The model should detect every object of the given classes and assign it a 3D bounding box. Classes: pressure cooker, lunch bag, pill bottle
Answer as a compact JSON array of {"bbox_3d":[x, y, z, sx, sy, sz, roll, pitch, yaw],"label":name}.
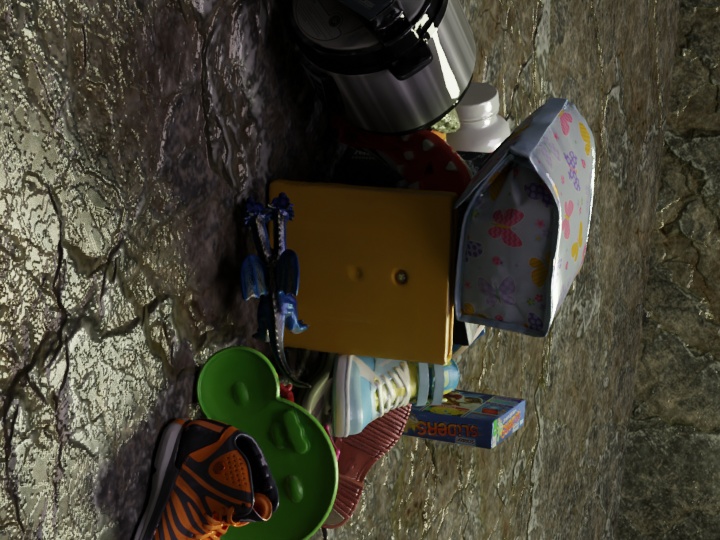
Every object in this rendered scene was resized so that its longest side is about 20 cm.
[{"bbox_3d":[0.018,-0.258,1.450,0.200,0.175,0.180,55,49,-58],"label":"pressure cooker"},{"bbox_3d":[0.168,-0.063,1.427,0.170,0.126,0.201,-52,151,-55],"label":"lunch bag"},{"bbox_3d":[0.152,-0.147,1.898,0.109,0.108,0.201,-52,142,-52],"label":"pill bottle"}]

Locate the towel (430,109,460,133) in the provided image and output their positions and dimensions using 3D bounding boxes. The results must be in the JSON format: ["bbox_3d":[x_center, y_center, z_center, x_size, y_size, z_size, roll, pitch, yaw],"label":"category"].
[{"bbox_3d":[0.058,-0.241,1.656,0.200,0.036,0.149,18,49,-65],"label":"towel"}]

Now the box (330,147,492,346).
[{"bbox_3d":[0.054,-0.034,1.574,0.201,0.195,0.118,-63,149,-42],"label":"box"}]

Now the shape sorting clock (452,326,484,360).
[{"bbox_3d":[0.091,0.068,1.727,0.039,0.199,0.201,42,48,-19],"label":"shape sorting clock"}]

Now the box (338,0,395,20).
[{"bbox_3d":[-0.037,-0.352,1.309,0.199,0.051,0.159,29,63,-21],"label":"box"}]

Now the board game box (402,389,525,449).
[{"bbox_3d":[0.087,0.172,1.705,0.135,0.198,0.035,-16,111,-65],"label":"board game box"}]

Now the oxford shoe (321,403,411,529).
[{"bbox_3d":[-0.008,0.199,1.620,0.201,0.071,0.074,-57,-168,-7],"label":"oxford shoe"}]

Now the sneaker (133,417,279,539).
[{"bbox_3d":[-0.141,0.239,1.281,0.077,0.111,0.202,21,76,-67],"label":"sneaker"}]

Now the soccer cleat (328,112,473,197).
[{"bbox_3d":[0.054,-0.136,1.550,0.085,0.199,0.069,-14,128,-53],"label":"soccer cleat"}]

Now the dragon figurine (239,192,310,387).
[{"bbox_3d":[-0.086,0.016,1.374,0.100,0.058,0.201,81,3,-51],"label":"dragon figurine"}]

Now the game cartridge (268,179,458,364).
[{"bbox_3d":[0.000,0.000,1.446,0.032,0.198,0.178,-29,123,-68],"label":"game cartridge"}]

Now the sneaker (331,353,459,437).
[{"bbox_3d":[0.038,0.121,1.492,0.200,0.129,0.080,-68,162,-69],"label":"sneaker"}]

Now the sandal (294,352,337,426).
[{"bbox_3d":[-0.019,0.129,1.621,0.201,0.057,0.080,-60,148,-45],"label":"sandal"}]

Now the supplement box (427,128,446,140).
[{"bbox_3d":[0.075,-0.095,1.783,0.069,0.066,0.202,-52,143,-57],"label":"supplement box"}]

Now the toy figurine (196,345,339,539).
[{"bbox_3d":[-0.089,0.172,1.425,0.184,0.149,0.202,7,64,-81],"label":"toy figurine"}]
